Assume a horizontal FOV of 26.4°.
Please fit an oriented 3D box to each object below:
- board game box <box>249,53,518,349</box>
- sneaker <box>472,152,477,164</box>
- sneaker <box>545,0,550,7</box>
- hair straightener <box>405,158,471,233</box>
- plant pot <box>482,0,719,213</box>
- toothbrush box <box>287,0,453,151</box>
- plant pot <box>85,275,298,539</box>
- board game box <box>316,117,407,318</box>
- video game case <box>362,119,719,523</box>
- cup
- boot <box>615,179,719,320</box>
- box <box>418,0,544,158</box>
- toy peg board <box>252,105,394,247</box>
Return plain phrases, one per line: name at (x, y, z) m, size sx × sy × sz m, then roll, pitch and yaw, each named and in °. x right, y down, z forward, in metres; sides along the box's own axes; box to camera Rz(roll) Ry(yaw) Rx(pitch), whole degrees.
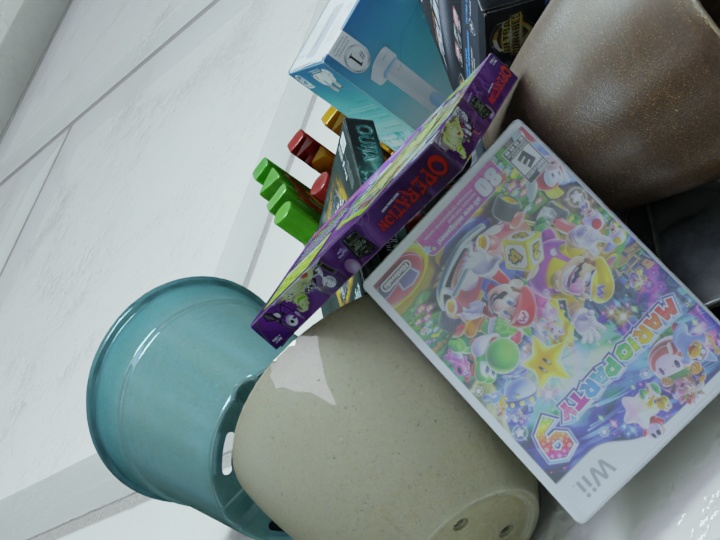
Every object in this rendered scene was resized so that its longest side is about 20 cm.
board game box at (0.013, -0.042, 0.962) m, size 0.200 × 0.032 × 0.120 m, roll -44°, pitch 12°, yaw 39°
sneaker at (0.141, -0.108, 1.224) m, size 0.090 × 0.070 × 0.201 m, roll 8°, pitch 69°, yaw 54°
sneaker at (0.157, -0.130, 1.161) m, size 0.078 × 0.070 × 0.201 m, roll -39°, pitch 50°, yaw 27°
hair straightener at (0.050, -0.073, 1.084) m, size 0.200 × 0.041 × 0.078 m, roll 114°, pitch 172°, yaw -68°
plant pot at (0.175, -0.118, 0.957) m, size 0.200 × 0.186 × 0.188 m, roll -39°, pitch 28°, yaw 38°
toothbrush box at (0.064, -0.174, 1.292) m, size 0.147 × 0.199 × 0.085 m, roll -62°, pitch 20°, yaw -12°
plant pot at (-0.097, 0.122, 1.255) m, size 0.201 × 0.200 × 0.196 m, roll -59°, pitch 32°, yaw -7°
board game box at (0.000, 0.000, 1.118) m, size 0.201 × 0.028 × 0.136 m, roll -103°, pitch 22°, yaw -50°
video game case at (0.114, 0.030, 0.923) m, size 0.143 × 0.200 × 0.018 m, roll -46°, pitch -15°, yaw 13°
cup at (0.036, 0.132, 1.003) m, size 0.201 × 0.200 × 0.143 m, roll -50°, pitch 51°, yaw 12°
boot at (0.186, 0.003, 1.009) m, size 0.182 × 0.072 × 0.201 m, roll -40°, pitch 34°, yaw 31°
box at (0.080, -0.197, 1.105) m, size 0.049 × 0.201 × 0.200 m, roll -18°, pitch 59°, yaw -4°
toy peg board at (-0.010, -0.102, 1.472) m, size 0.200 × 0.098 × 0.200 m, roll -52°, pitch 24°, yaw 10°
